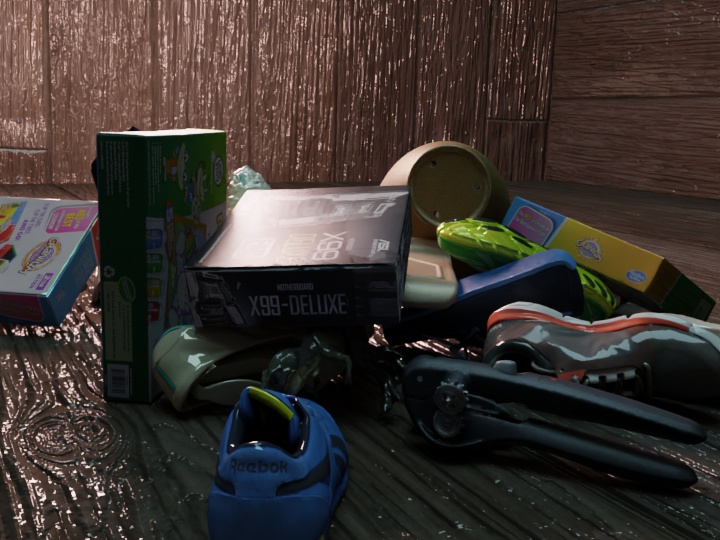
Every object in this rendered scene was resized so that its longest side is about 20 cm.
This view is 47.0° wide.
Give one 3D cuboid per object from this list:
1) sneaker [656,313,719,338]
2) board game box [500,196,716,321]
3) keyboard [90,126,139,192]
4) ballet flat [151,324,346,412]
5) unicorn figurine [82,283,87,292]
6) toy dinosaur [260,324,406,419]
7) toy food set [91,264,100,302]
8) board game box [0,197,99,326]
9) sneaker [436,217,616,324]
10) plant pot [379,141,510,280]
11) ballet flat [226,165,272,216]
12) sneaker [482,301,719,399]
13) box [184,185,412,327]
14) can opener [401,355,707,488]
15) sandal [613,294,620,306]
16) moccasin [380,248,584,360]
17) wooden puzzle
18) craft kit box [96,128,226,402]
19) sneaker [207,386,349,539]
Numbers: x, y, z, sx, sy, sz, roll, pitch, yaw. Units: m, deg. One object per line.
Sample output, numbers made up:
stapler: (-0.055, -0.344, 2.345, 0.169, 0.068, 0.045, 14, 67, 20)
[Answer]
sneaker: (0.318, 0.074, 0.674, 0.198, 0.078, 0.088, 15, 8, 43)
board game box: (0.271, -0.007, 0.916, 0.152, 0.041, 0.199, 26, 4, -45)
keyboard: (-0.205, -0.056, 0.849, 0.126, 0.203, 0.021, -30, -15, 23)
ballet flat: (-0.063, 0.073, 0.651, 0.197, 0.071, 0.069, -7, 13, -31)
unicorn figurine: (-0.380, -0.008, 0.961, 0.135, 0.075, 0.200, -9, 16, 0)
toy dinosaur: (-0.001, 0.061, 0.633, 0.047, 0.088, 0.200, -43, 1, 36)
toy food set: (-0.231, 0.003, 1.032, 0.196, 0.062, 0.144, -2, 22, -14)
board game box: (-0.380, -0.016, 0.873, 0.196, 0.041, 0.154, 4, 42, 10)
sneaker: (0.159, 0.014, 0.820, 0.198, 0.084, 0.074, 27, 19, -10)
plant pot: (0.100, -0.078, 0.977, 0.182, 0.190, 0.200, 2, -8, 3)
ballet flat: (-0.114, -0.042, 0.915, 0.070, 0.073, 0.201, 1, -33, -3)
sneaker: (0.187, 0.083, 0.650, 0.197, 0.078, 0.082, 4, 38, 27)
box: (-0.039, -0.017, 0.678, 0.154, 0.051, 0.201, -1, 22, 8)
can opener: (0.118, 0.093, 0.536, 0.197, 0.065, 0.078, 6, 10, 24)
sandal: (0.321, -0.001, 1.078, 0.076, 0.071, 0.211, 7, 11, 24)
moccasin: (0.109, 0.045, 0.765, 0.198, 0.069, 0.080, -19, 12, 32)
wooden puzzle: (0.000, 0.000, 0.805, 0.181, 0.038, 0.200, 5, 14, 3)
craft kit box: (-0.161, -0.016, 0.704, 0.048, 0.204, 0.198, 3, 11, 5)
sneaker: (-0.041, 0.094, 0.465, 0.065, 0.080, 0.200, 0, 9, 2)
